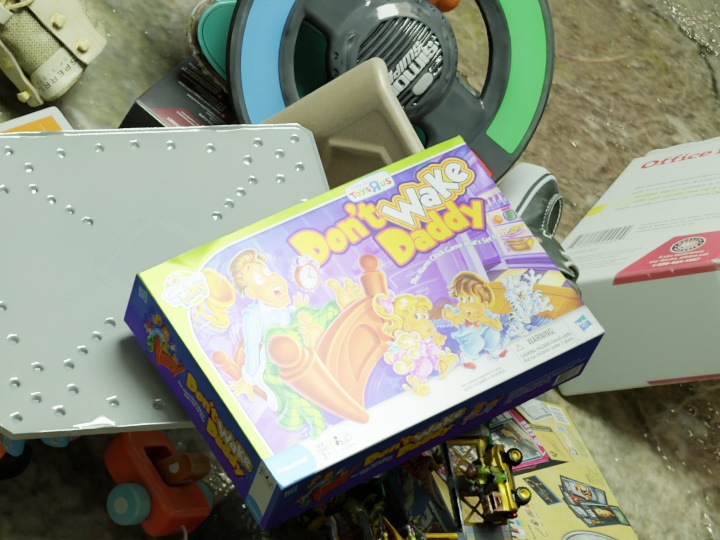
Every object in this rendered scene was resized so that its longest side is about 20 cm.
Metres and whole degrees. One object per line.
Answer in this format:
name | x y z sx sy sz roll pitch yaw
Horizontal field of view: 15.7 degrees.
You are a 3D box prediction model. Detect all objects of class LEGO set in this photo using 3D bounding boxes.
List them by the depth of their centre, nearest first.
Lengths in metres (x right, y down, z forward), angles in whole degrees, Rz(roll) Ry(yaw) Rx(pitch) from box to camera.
LEGO set | -0.009 0.135 1.379 0.116 0.200 0.154 2 70 -28

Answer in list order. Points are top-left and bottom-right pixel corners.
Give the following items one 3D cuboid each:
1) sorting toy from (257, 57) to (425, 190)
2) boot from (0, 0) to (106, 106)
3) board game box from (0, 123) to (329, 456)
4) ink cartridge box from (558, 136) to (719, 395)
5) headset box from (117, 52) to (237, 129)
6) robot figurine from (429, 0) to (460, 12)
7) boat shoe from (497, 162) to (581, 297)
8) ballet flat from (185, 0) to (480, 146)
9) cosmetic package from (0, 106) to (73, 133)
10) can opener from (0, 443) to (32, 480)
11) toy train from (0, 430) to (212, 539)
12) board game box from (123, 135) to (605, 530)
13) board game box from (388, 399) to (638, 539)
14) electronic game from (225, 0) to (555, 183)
sorting toy | 0.000 0.000 1.460 0.036 0.185 0.200 -24 89 -44
boot | -0.221 -0.165 1.526 0.156 0.073 0.200 54 12 -12
board game box | -0.103 0.007 1.347 0.200 0.026 0.200 -3 50 -17
ink cartridge box | 0.216 -0.009 1.678 0.200 0.145 0.084 -46 119 -49
headset box | -0.058 -0.069 1.604 0.149 0.075 0.200 39 40 3
robot figurine | -0.020 -0.209 1.590 0.144 0.117 0.200 26 1 41
boat shoe | 0.099 0.014 1.577 0.071 0.072 0.200 10 46 14
ballet flat | -0.020 -0.118 1.580 0.200 0.076 0.064 22 11 -21
cosmetic package | -0.224 -0.011 1.436 0.200 0.071 0.101 -25 70 -45
can opener | -0.250 0.092 1.329 0.200 0.079 0.063 -10 58 -52
toy train | -0.152 0.081 1.369 0.200 0.056 0.150 10 43 -54
board game box | 0.002 0.028 1.300 0.200 0.045 0.135 -24 67 -28
board game box | 0.086 0.133 1.502 0.135 0.035 0.200 15 25 -24
electronic game | 0.019 -0.123 1.520 0.200 0.200 0.042 19 6 -20
